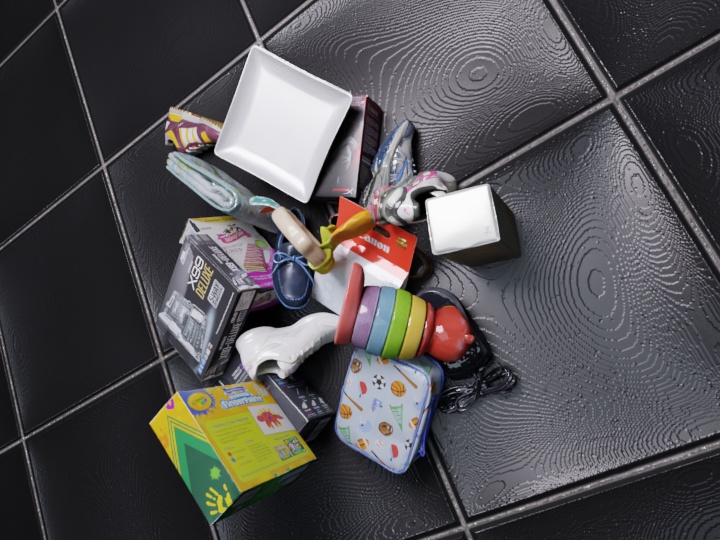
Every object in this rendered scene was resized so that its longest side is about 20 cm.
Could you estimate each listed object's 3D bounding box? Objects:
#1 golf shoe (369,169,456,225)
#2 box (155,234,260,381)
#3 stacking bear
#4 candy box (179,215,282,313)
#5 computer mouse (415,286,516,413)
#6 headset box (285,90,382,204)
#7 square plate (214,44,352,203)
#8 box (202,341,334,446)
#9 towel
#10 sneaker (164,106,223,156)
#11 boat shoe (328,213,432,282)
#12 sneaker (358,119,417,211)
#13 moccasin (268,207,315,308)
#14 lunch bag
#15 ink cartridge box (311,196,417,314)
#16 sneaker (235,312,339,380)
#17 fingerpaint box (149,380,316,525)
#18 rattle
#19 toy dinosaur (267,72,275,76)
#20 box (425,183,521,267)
[{"bbox_3d":[0.105,-0.108,0.790,0.092,0.200,0.073,11,117,38],"label":"golf shoe"},{"bbox_3d":[-0.269,0.062,0.880,0.158,0.050,0.201,41,118,25],"label":"box"},{"bbox_3d":[0.069,0.080,0.762,0.198,0.122,0.114,14,62,0],"label":"stacking bear"},{"bbox_3d":[-0.223,-0.017,0.952,0.200,0.136,0.061,45,121,21],"label":"candy box"},{"bbox_3d":[0.151,0.119,0.826,0.138,0.053,0.201,-29,84,21],"label":"computer mouse"},{"bbox_3d":[-0.047,-0.226,0.930,0.148,0.077,0.202,6,89,25],"label":"headset box"},{"bbox_3d":[-0.135,-0.250,0.882,0.197,0.028,0.201,29,108,6],"label":"square plate"},{"bbox_3d":[-0.167,0.237,0.923,0.200,0.106,0.123,42,100,22],"label":"box"},{"bbox_3d":[-0.250,-0.148,0.962,0.200,0.171,0.048,37,98,23],"label":"towel"},{"bbox_3d":[-0.335,-0.277,1.073,0.199,0.075,0.091,26,104,30],"label":"sneaker"},{"bbox_3d":[0.030,-0.041,0.882,0.199,0.070,0.071,28,92,22],"label":"boat shoe"},{"bbox_3d":[0.063,-0.164,0.881,0.085,0.077,0.201,25,75,-16],"label":"sneaker"},{"bbox_3d":[-0.126,-0.029,0.906,0.080,0.068,0.201,-2,54,-15],"label":"moccasin"},{"bbox_3d":[0.048,0.219,0.825,0.159,0.075,0.201,21,109,25],"label":"lunch bag"},{"bbox_3d":[0.000,0.000,0.852,0.160,0.047,0.201,31,131,24],"label":"ink cartridge box"},{"bbox_3d":[-0.109,0.137,0.884,0.199,0.075,0.100,-14,52,-16],"label":"sneaker"},{"bbox_3d":[-0.183,0.257,0.760,0.073,0.200,0.167,-47,69,12],"label":"fingerpaint box"},{"bbox_3d":[-0.082,-0.100,0.834,0.143,0.130,0.200,-54,42,14],"label":"rattle"},{"bbox_3d":[-0.182,-0.291,0.964,0.086,0.135,0.200,41,102,22],"label":"toy dinosaur"},{"bbox_3d":[0.171,-0.058,0.746,0.094,0.200,0.078,-11,81,23],"label":"box"}]
